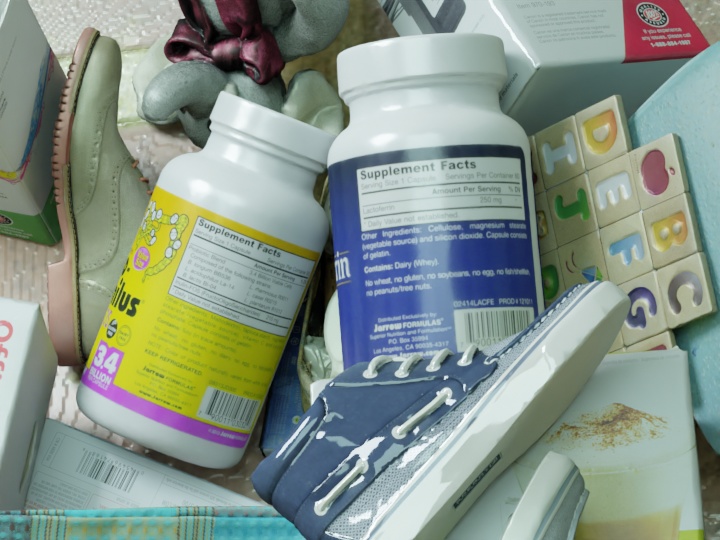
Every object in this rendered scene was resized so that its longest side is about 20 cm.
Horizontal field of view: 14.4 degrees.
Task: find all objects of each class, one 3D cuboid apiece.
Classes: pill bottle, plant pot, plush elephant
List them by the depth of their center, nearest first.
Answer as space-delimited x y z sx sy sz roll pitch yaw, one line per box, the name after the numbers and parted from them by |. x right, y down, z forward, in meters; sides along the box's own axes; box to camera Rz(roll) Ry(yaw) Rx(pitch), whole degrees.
0.273 -0.044 1.532 0.195 0.200 0.197 -7 59 -30 | plant pot
0.041 -0.024 1.570 0.115 0.116 0.202 -5 84 7 | pill bottle
-0.082 0.004 1.629 0.104 0.104 0.201 22 92 19 | pill bottle
-0.081 -0.138 1.710 0.164 0.200 0.156 18 91 31 | plush elephant

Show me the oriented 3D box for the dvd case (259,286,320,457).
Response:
0.048 0.049 1.667 0.199 0.018 0.144 4 65 12 | dvd case

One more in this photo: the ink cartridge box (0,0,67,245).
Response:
-0.255 -0.106 1.689 0.144 0.200 0.084 13 68 15 | ink cartridge box

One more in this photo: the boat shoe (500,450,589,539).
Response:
0.082 0.188 1.351 0.071 0.070 0.202 18 74 5 | boat shoe

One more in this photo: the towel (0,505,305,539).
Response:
-0.106 0.197 1.500 0.199 0.022 0.148 1 76 -15 | towel

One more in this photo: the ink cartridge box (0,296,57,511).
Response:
-0.284 0.079 1.605 0.199 0.084 0.146 10 69 4 | ink cartridge box

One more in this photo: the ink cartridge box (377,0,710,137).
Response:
0.092 -0.172 1.692 0.145 0.084 0.201 -8 55 -37 | ink cartridge box

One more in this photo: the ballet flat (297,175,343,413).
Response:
0.000 0.000 1.652 0.070 0.071 0.201 3 66 11 | ballet flat

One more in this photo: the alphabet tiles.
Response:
0.114 0.003 1.579 0.199 0.006 0.168 -25 71 46 | alphabet tiles

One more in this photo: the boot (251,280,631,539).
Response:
0.040 0.061 1.408 0.090 0.073 0.200 39 75 18 | boot

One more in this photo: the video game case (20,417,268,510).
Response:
-0.129 0.202 1.610 0.199 0.046 0.182 20 70 18 | video game case

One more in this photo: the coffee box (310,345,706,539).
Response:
0.085 0.173 1.500 0.198 0.200 0.199 -5 64 7 | coffee box

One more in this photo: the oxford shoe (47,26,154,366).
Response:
-0.145 -0.043 1.690 0.073 0.071 0.202 2 99 3 | oxford shoe
